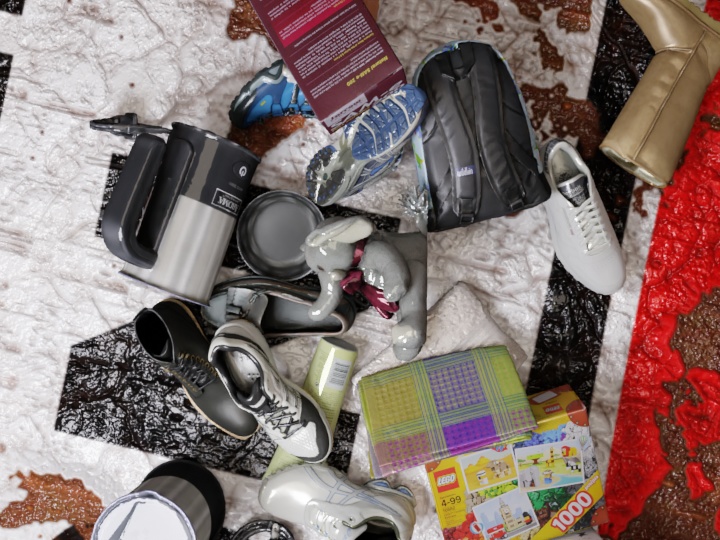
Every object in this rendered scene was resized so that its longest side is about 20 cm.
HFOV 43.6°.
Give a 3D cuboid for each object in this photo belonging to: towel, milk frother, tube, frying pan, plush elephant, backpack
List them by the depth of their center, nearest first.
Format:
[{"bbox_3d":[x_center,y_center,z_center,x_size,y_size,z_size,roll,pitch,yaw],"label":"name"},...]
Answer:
[{"bbox_3d":[0.000,0.000,1.029,0.151,0.165,0.206,2,86,2],"label":"plush elephant"},{"bbox_3d":[-0.182,0.319,1.037,0.195,0.188,0.185,-9,89,1],"label":"milk frother"},{"bbox_3d":[0.094,0.160,1.049,0.195,0.145,0.023,-16,134,1],"label":"towel"},{"bbox_3d":[0.127,-0.171,1.077,0.160,0.154,0.204,-17,110,5],"label":"backpack"},{"bbox_3d":[-0.247,-0.083,1.081,0.179,0.198,0.192,24,85,-40],"label":"milk frother"},{"bbox_3d":[-0.058,0.183,1.116,0.057,0.051,0.204,23,98,41],"label":"tube"},{"bbox_3d":[0.094,0.125,1.117,0.199,0.034,0.133,-42,89,0],"label":"towel"},{"bbox_3d":[-0.061,-0.034,1.117,0.186,0.031,0.117,15,108,-7],"label":"frying pan"}]

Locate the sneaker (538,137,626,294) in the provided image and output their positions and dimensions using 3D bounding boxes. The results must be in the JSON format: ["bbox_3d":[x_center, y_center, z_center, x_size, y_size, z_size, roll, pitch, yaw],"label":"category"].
[{"bbox_3d":[0.267,-0.063,1.093,0.075,0.081,0.203,-27,90,-1],"label":"sneaker"}]

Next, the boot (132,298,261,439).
[{"bbox_3d":[-0.198,0.126,1.072,0.077,0.138,0.201,-42,89,1],"label":"boot"}]

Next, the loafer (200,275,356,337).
[{"bbox_3d":[-0.104,0.049,1.101,0.195,0.063,0.074,2,105,3],"label":"loafer"}]

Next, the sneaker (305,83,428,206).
[{"bbox_3d":[0.017,-0.152,1.066,0.199,0.084,0.078,-37,70,40],"label":"sneaker"}]

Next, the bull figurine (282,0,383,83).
[{"bbox_3d":[-0.025,-0.293,1.055,0.118,0.065,0.205,6,80,-4],"label":"bull figurine"}]

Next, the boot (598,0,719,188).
[{"bbox_3d":[0.349,-0.233,1.101,0.173,0.066,0.203,30,91,2],"label":"boot"}]

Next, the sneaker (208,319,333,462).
[{"bbox_3d":[-0.111,0.154,1.053,0.075,0.088,0.201,-39,94,13],"label":"sneaker"}]

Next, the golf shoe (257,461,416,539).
[{"bbox_3d":[-0.028,0.288,1.074,0.195,0.098,0.080,6,111,-2],"label":"golf shoe"}]

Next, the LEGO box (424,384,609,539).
[{"bbox_3d":[0.180,0.243,1.075,0.195,0.077,0.152,-16,104,0],"label":"LEGO box"}]

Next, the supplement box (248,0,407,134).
[{"bbox_3d":[-0.043,-0.266,0.985,0.107,0.061,0.203,-31,80,6],"label":"supplement box"}]

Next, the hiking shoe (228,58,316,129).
[{"bbox_3d":[-0.067,-0.217,1.103,0.197,0.074,0.088,-29,85,1],"label":"hiking shoe"}]

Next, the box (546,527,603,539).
[{"bbox_3d":[0.212,0.427,1.062,0.194,0.131,0.205,-14,89,1],"label":"box"}]
